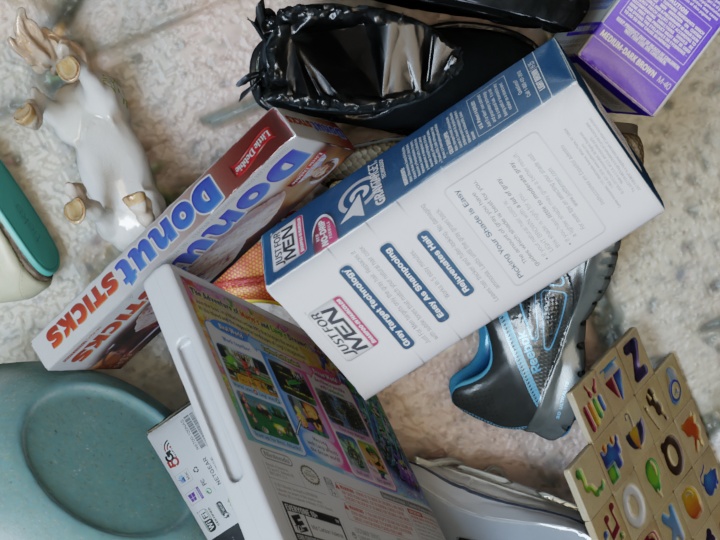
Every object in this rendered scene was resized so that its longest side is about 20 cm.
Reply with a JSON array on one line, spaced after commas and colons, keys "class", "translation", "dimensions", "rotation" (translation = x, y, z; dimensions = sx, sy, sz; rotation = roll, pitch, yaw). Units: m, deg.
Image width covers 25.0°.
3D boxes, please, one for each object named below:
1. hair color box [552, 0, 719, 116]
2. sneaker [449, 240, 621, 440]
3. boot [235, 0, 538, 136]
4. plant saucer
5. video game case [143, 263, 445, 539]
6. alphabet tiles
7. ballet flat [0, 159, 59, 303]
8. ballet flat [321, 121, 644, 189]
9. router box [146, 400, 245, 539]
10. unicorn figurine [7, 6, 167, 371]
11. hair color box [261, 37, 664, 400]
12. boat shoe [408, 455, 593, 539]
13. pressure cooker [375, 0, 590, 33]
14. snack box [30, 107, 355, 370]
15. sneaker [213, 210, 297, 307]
[{"class": "hair color box", "translation": [0.197, -0.189, 0.958], "dimensions": [0.065, 0.109, 0.200], "rotation": [38, 92, -9]}, {"class": "sneaker", "translation": [0.109, 0.002, 0.993], "dimensions": [0.081, 0.073, 0.201], "rotation": [11, 94, -3]}, {"class": "boot", "translation": [0.025, -0.115, 0.920], "dimensions": [0.197, 0.162, 0.074], "rotation": [1, 92, -8]}, {"class": "plant saucer", "translation": [-0.144, 0.115, 0.889], "dimensions": [0.200, 0.201, 0.039], "rotation": [30, 123, -10]}, {"class": "video game case", "translation": [-0.025, 0.099, 0.887], "dimensions": [0.024, 0.200, 0.183], "rotation": [-37, 56, 16]}, {"class": "alphabet tiles", "translation": [0.184, 0.144, 0.993], "dimensions": [0.006, 0.166, 0.201], "rotation": [-16, 102, 37]}, {"class": "ballet flat", "translation": [-0.247, -0.069, 0.950], "dimensions": [0.069, 0.069, 0.201], "rotation": [-24, 101, -3]}, {"class": "ballet flat", "translation": [0.068, -0.057, 0.956], "dimensions": [0.199, 0.067, 0.047], "rotation": [-3, 87, 15]}, {"class": "router box", "translation": [-0.023, 0.155, 0.921], "dimensions": [0.051, 0.149, 0.201], "rotation": [-34, 82, 18]}, {"class": "unicorn figurine", "translation": [-0.146, -0.048, 0.941], "dimensions": [0.073, 0.137, 0.201], "rotation": [-8, 84, 5]}, {"class": "hair color box", "translation": [0.053, -0.026, 0.888], "dimensions": [0.199, 0.061, 0.100], "rotation": [-33, 120, 13]}, {"class": "boat shoe", "translation": [0.070, 0.151, 1.011], "dimensions": [0.201, 0.086, 0.075], "rotation": [9, 103, 21]}, {"class": "pressure cooker", "translation": [0.058, -0.244, 0.903], "dimensions": [0.178, 0.176, 0.201], "rotation": [14, 96, 26]}, {"class": "snack box", "translation": [-0.094, -0.014, 0.899], "dimensions": [0.200, 0.072, 0.024], "rotation": [-42, 70, 19]}, {"class": "sneaker", "translation": [0.000, 0.000, 0.980], "dimensions": [0.199, 0.073, 0.078], "rotation": [-2, 101, 10]}]
